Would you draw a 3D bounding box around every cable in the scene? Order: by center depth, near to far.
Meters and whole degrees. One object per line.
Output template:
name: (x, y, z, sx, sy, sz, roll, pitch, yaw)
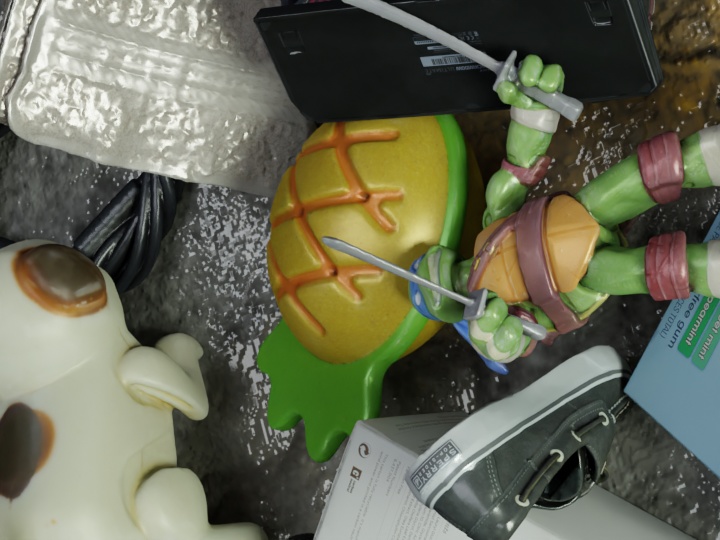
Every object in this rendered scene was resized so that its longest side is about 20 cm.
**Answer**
cable: (-0.179, -0.054, 1.487, 0.199, 0.051, 0.165, -20, 78, 32)

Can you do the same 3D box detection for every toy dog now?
toy dog: (-0.171, 0.083, 1.400, 0.139, 0.193, 0.202, -19, 85, 45)

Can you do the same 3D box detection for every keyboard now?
keyboard: (0.040, -0.127, 1.224, 0.198, 0.128, 0.021, -3, 45, 23)

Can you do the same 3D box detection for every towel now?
towel: (-0.101, -0.119, 1.354, 0.034, 0.199, 0.134, 34, 110, 59)

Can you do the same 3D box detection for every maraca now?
maraca: (0.000, 0.000, 1.323, 0.137, 0.106, 0.201, 33, 105, 55)

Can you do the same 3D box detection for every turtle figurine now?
turtle figurine: (0.092, -0.032, 1.175, 0.192, 0.144, 0.201, -11, 118, 21)

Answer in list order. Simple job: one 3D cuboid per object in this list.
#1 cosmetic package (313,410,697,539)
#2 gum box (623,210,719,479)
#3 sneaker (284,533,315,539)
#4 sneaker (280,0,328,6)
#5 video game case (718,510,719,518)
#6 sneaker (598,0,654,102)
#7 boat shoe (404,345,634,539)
cosmetic package: (0.087, 0.149, 1.264, 0.199, 0.107, 0.085, 29, 106, 33)
gum box: (0.224, 0.034, 1.159, 0.171, 0.044, 0.200, -63, 35, 13)
sneaker: (0.028, 0.205, 1.325, 0.199, 0.073, 0.081, 30, 108, 32)
sneaker: (-0.023, -0.208, 1.332, 0.081, 0.074, 0.202, 138, 124, -70)
video game case: (0.262, 0.071, 1.146, 0.182, 0.023, 0.201, 42, 110, 54)
sneaker: (0.108, -0.189, 1.242, 0.075, 0.116, 0.202, -4, 86, 2)
boat shoe: (0.088, 0.090, 1.213, 0.057, 0.200, 0.069, 48, 119, 13)
